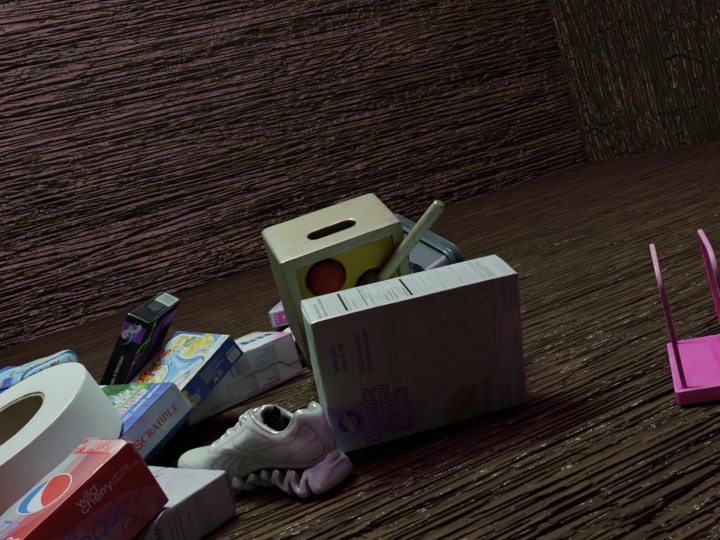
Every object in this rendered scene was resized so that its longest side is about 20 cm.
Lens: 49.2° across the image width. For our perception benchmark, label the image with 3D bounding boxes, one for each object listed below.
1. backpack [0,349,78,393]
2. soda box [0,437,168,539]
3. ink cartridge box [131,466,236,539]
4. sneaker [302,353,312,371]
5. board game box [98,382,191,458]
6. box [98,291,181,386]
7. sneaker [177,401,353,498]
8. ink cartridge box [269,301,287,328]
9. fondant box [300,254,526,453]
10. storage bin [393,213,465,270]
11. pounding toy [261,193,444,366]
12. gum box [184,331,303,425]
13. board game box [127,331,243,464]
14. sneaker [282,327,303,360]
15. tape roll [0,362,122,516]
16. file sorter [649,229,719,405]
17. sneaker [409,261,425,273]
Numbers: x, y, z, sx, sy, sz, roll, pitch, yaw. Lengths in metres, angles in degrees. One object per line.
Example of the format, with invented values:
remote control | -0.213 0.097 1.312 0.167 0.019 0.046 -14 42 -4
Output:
backpack | -0.492 0.208 1.092 0.200 0.135 0.183 -17 6 17
soda box | -0.241 0.215 0.588 0.063 0.070 0.200 -10 24 38
ink cartridge box | -0.232 0.233 0.680 0.162 0.057 0.200 -9 5 41
sneaker | 0.019 0.102 1.092 0.199 0.074 0.081 -12 -5 -1
board game box | -0.317 0.204 0.866 0.199 0.041 0.200 -10 28 40
box | -0.318 0.137 1.089 0.036 0.200 0.143 26 11 -1
sneaker | -0.100 0.169 0.754 0.200 0.081 0.075 -13 9 32
ink cartridge box | -0.075 0.063 1.589 0.199 0.042 0.119 -13 8 10
fondant box | 0.054 0.079 0.754 0.199 0.145 0.058 -13 23 -9
storage bin | 0.065 0.019 1.283 0.134 0.146 0.200 -29 36 -20
pounding toy | 0.000 0.000 0.986 0.200 0.184 0.142 -20 32 -11
gum box | -0.190 0.148 1.138 0.200 0.066 0.113 -21 10 -33
board game box | -0.252 0.159 0.980 0.135 0.034 0.200 -2 40 48
sneaker | -0.068 0.109 1.198 0.080 0.074 0.200 -25 2 -30
tape roll | -0.346 0.184 0.794 0.202 0.071 0.203 -25 23 11
file sorter | 0.363 0.020 0.683 0.200 0.126 0.139 -13 8 21
sneaker | 0.095 0.026 1.149 0.199 0.088 0.076 3 -24 -11
